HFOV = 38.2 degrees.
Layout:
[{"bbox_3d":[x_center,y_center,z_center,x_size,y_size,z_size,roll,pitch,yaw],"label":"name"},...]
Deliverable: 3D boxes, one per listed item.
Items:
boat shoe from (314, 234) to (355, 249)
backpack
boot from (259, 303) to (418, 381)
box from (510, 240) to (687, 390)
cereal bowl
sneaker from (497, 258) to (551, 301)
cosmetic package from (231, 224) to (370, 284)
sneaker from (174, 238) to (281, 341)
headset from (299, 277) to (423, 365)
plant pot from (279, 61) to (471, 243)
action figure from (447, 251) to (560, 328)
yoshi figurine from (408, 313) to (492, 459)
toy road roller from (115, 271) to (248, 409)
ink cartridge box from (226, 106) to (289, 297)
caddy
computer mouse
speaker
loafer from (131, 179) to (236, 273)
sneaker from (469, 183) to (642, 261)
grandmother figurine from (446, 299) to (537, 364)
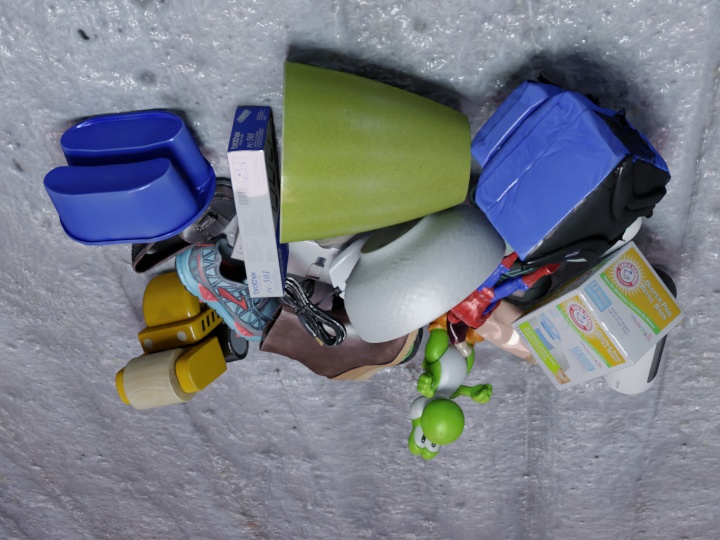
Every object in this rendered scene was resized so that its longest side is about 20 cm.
[{"bbox_3d":[0.002,-0.093,1.225,0.198,0.077,0.072,-30,122,31],"label":"boat shoe"},{"bbox_3d":[0.224,-0.106,1.082,0.162,0.170,0.198,-41,155,28],"label":"backpack"},{"bbox_3d":[-0.027,0.077,1.346,0.164,0.073,0.200,19,139,-20],"label":"boot"},{"bbox_3d":[0.286,0.060,1.276,0.113,0.101,0.200,53,159,2],"label":"box"},{"bbox_3d":[0.060,-0.012,1.161,0.198,0.200,0.084,-23,107,35],"label":"cereal bowl"},{"bbox_3d":[0.149,-0.011,1.327,0.195,0.076,0.080,-1,136,-4],"label":"sneaker"},{"bbox_3d":[-0.062,-0.030,1.342,0.196,0.051,0.083,15,143,-10],"label":"cosmetic package"},{"bbox_3d":[-0.157,0.027,1.415,0.094,0.080,0.199,-23,135,33],"label":"sneaker"},{"bbox_3d":[-0.002,0.065,1.425,0.122,0.095,0.200,-26,117,38],"label":"headset"},{"bbox_3d":[0.014,-0.122,1.106,0.195,0.190,0.189,1,145,-5],"label":"plant pot"},{"bbox_3d":[0.166,0.002,1.223,0.065,0.099,0.200,40,141,-5],"label":"action figure"},{"bbox_3d":[0.121,0.159,1.429,0.110,0.204,0.112,11,162,17],"label":"yoshi figurine"},{"bbox_3d":[-0.255,0.086,1.430,0.121,0.200,0.149,-13,105,24],"label":"toy road roller"},{"bbox_3d":[-0.116,-0.077,1.205,0.043,0.095,0.203,-2,128,3],"label":"ink cartridge box"},{"bbox_3d":[-0.266,-0.099,1.205,0.196,0.143,0.106,-3,141,15],"label":"caddy"},{"bbox_3d":[0.000,0.000,1.283,0.110,0.199,0.044,51,175,-1],"label":"computer mouse"},{"bbox_3d":[0.370,0.082,1.395,0.079,0.082,0.202,2,144,8],"label":"speaker"},{"bbox_3d":[-0.223,-0.049,1.333,0.198,0.064,0.072,-24,135,36],"label":"loafer"},{"bbox_3d":[0.223,-0.070,1.212,0.196,0.075,0.119,-6,147,20],"label":"sneaker"},{"bbox_3d":[0.161,0.059,1.405,0.198,0.123,0.061,29,179,-13],"label":"grandmother figurine"}]
